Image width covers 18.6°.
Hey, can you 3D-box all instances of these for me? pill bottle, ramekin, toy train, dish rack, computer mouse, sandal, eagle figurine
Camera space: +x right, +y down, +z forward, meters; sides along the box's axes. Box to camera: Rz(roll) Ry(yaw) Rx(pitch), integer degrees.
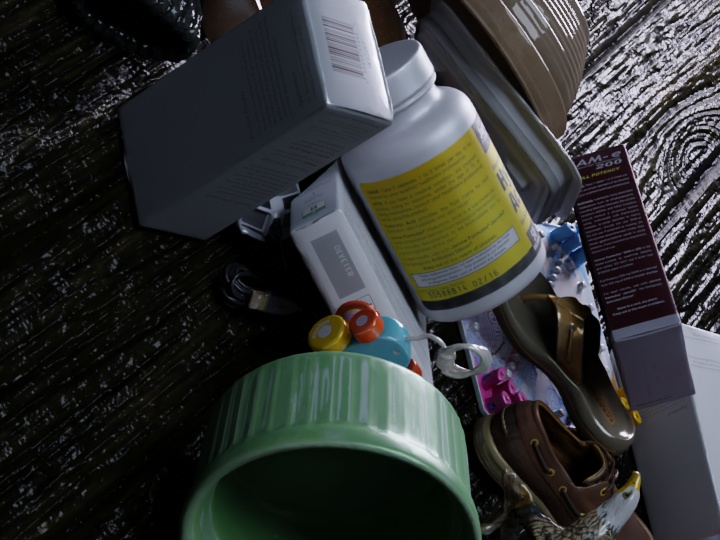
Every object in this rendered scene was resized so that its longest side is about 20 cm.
[{"bbox_3d":[0.053,-0.070,1.673,0.200,0.111,0.111,61,34,-21],"label":"pill bottle"},{"bbox_3d":[-0.019,0.147,1.471,0.200,0.200,0.098,37,34,-28],"label":"ramekin"},{"bbox_3d":[0.009,0.092,1.567,0.150,0.200,0.056,15,43,-15],"label":"toy train"},{"bbox_3d":[0.104,-0.124,1.839,0.200,0.043,0.172,53,-7,9],"label":"dish rack"},{"bbox_3d":[-0.078,-0.056,1.662,0.109,0.044,0.201,3,70,-44],"label":"computer mouse"},{"bbox_3d":[0.178,0.063,1.827,0.200,0.054,0.080,55,37,-8],"label":"sandal"},{"bbox_3d":[0.187,0.223,1.648,0.200,0.151,0.152,31,25,27],"label":"eagle figurine"}]

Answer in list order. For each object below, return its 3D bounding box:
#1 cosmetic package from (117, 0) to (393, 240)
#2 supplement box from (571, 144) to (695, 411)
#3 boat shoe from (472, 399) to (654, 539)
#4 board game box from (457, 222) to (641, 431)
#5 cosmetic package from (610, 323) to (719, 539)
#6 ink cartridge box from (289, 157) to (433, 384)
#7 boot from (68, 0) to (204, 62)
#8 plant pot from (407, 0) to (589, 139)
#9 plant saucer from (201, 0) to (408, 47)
[{"bbox_3d":[-0.078,-0.110,1.561,0.074,0.200,0.102,12,58,-45],"label":"cosmetic package"},{"bbox_3d":[0.226,0.005,1.854,0.109,0.061,0.200,69,7,-51],"label":"supplement box"},{"bbox_3d":[0.178,0.177,1.778,0.200,0.068,0.072,42,32,-24],"label":"boat shoe"},{"bbox_3d":[0.153,0.038,1.883,0.200,0.026,0.200,11,59,-46],"label":"board game box"},{"bbox_3d":[0.301,0.157,1.934,0.113,0.081,0.200,17,55,-42],"label":"cosmetic package"},{"bbox_3d":[0.000,0.000,1.677,0.161,0.050,0.200,62,6,-17],"label":"ink cartridge box"},{"bbox_3d":[-0.111,-0.226,1.664,0.211,0.080,0.158,10,48,-8],"label":"boot"},{"bbox_3d":[0.126,-0.206,1.840,0.201,0.093,0.201,51,-8,9],"label":"plant pot"},{"bbox_3d":[-0.036,-0.201,1.769,0.200,0.037,0.201,18,49,-22],"label":"plant saucer"}]
